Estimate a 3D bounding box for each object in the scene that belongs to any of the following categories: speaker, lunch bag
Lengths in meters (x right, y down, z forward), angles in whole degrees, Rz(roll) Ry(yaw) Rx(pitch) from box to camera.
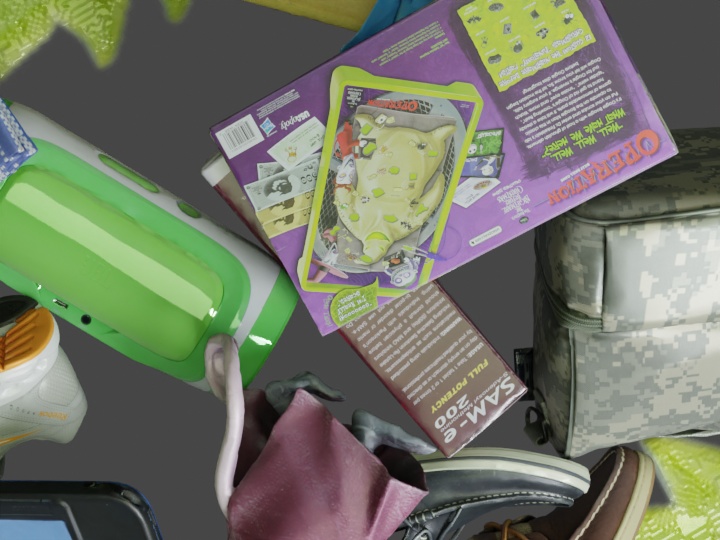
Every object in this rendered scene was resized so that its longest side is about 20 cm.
[{"bbox_3d":[-0.134,-0.012,0.911,0.199,0.088,0.089,32,90,-8],"label":"speaker"},{"bbox_3d":[0.187,0.017,0.923,0.198,0.140,0.170,-5,111,-3],"label":"lunch bag"}]

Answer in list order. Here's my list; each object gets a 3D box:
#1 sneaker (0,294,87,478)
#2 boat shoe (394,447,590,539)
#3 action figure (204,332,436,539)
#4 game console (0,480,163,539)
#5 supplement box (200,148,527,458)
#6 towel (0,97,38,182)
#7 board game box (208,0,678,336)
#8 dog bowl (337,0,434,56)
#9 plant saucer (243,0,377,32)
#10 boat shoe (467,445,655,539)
[{"bbox_3d":[-0.242,0.090,0.914,0.198,0.076,0.092,-17,129,10],"label":"sneaker"},{"bbox_3d":[0.030,0.134,0.937,0.198,0.075,0.063,-6,76,5],"label":"boat shoe"},{"bbox_3d":[-0.049,0.154,0.833,0.148,0.134,0.201,30,87,-12],"label":"action figure"},{"bbox_3d":[-0.195,0.208,0.863,0.198,0.119,0.172,-2,124,18],"label":"game console"},{"bbox_3d":[0.000,0.000,0.914,0.061,0.109,0.200,-41,97,2],"label":"supplement box"},{"bbox_3d":[-0.269,-0.062,0.874,0.199,0.024,0.145,-37,84,24],"label":"towel"},{"bbox_3d":[0.039,-0.065,0.819,0.199,0.032,0.121,-27,95,14],"label":"board game box"},{"bbox_3d":[0.057,-0.132,0.857,0.111,0.050,0.201,24,121,5],"label":"dog bowl"},{"bbox_3d":[-0.007,-0.233,0.883,0.198,0.049,0.202,16,119,9],"label":"plant saucer"},{"bbox_3d":[0.090,0.175,0.959,0.072,0.072,0.201,36,93,-6],"label":"boat shoe"}]
